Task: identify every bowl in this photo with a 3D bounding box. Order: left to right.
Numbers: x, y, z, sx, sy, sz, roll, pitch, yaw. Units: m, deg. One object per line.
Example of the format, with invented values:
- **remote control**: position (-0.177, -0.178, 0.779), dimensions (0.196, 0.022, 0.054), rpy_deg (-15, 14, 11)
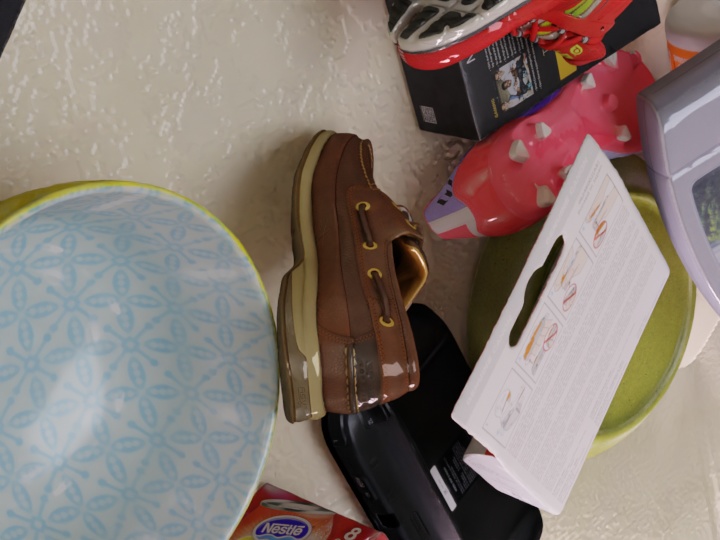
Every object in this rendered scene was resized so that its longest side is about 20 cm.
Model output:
- **bowl**: position (-0.143, 0.053, 0.808), dimensions (0.199, 0.107, 0.202), rpy_deg (-11, 107, -39)

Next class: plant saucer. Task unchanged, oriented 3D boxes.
- **plant saucer**: position (0.145, 0.025, 1.113), dimensions (0.199, 0.031, 0.202), rpy_deg (-12, 108, -39)

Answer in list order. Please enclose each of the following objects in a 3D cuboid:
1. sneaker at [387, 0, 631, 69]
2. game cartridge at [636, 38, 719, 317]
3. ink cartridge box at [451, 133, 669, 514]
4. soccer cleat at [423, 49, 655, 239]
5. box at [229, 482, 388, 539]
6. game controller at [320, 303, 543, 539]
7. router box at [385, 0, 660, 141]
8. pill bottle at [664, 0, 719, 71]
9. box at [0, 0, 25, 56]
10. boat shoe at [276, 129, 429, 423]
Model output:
- **sneaker**: position (0.099, -0.139, 0.934), dimensions (0.199, 0.077, 0.085), rpy_deg (-32, 125, -31)
- **game cartridge**: position (0.242, -0.042, 1.059), dimensions (0.133, 0.041, 0.201), rpy_deg (-32, 115, 0)
- **ink cartridge box**: position (0.097, 0.030, 0.977), dimensions (0.161, 0.047, 0.200), rpy_deg (-63, 152, -10)
- **soccer cleat**: position (0.109, -0.073, 1.044), dimensions (0.200, 0.076, 0.067), rpy_deg (-39, 103, -49)
- **box**: position (-0.008, 0.222, 0.976), dimensions (0.095, 0.099, 0.201), rpy_deg (-45, 126, -24)
- **game controller**: position (0.045, 0.116, 1.047), dimensions (0.105, 0.042, 0.201), rpy_deg (-55, 131, -36)
- **router box**: position (0.078, -0.194, 0.985), dimensions (0.157, 0.052, 0.201), rpy_deg (-33, 120, -31)
- **pill bottle**: position (0.256, -0.072, 1.134), dimensions (0.114, 0.114, 0.201), rpy_deg (-28, 117, -34)
- **box**: position (-0.226, -0.074, 0.704), dimensions (0.122, 0.106, 0.201), rpy_deg (30, 79, -44)
- **boat shoe**: position (0.000, 0.000, 0.885), dimensions (0.201, 0.067, 0.072), rpy_deg (-87, 173, -54)
